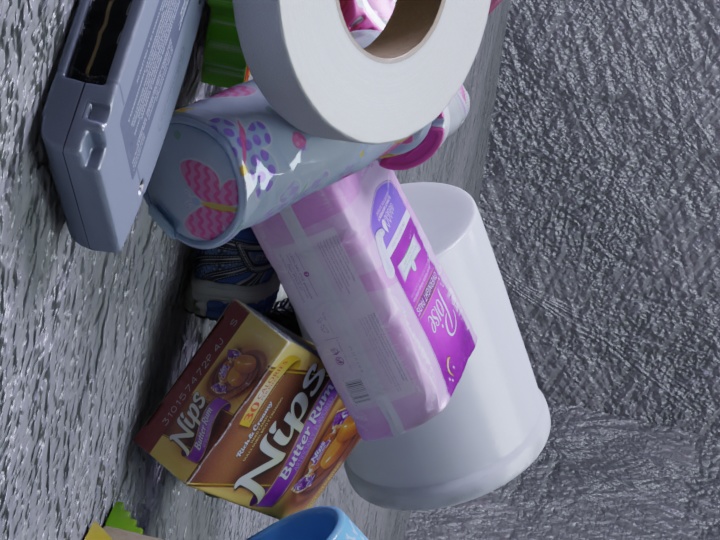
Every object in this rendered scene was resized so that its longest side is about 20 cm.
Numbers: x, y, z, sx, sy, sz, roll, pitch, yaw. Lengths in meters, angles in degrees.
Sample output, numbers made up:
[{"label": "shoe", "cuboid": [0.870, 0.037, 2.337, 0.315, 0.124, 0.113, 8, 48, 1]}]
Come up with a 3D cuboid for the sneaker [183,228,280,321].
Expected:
[{"label": "sneaker", "cuboid": [-0.065, -0.043, 1.628, 0.200, 0.077, 0.085, -67, 163, -60]}]

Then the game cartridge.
[{"label": "game cartridge", "cuboid": [-0.117, -0.118, 1.217, 0.133, 0.040, 0.201, 81, 23, -64]}]

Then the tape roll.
[{"label": "tape roll", "cuboid": [0.006, -0.173, 1.346, 0.202, 0.037, 0.204, -14, 108, -49]}]

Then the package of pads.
[{"label": "package of pads", "cuboid": [0.000, 0.000, 1.563, 0.200, 0.075, 0.121, 63, 25, -18]}]

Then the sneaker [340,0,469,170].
[{"label": "sneaker", "cuboid": [0.000, -0.155, 1.558, 0.081, 0.200, 0.088, -36, 170, 26]}]

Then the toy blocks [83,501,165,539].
[{"label": "toy blocks", "cuboid": [-0.116, 0.236, 1.435, 0.200, 0.136, 0.100, -68, 168, -54]}]

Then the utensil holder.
[{"label": "utensil holder", "cuboid": [0.043, 0.055, 1.822, 0.170, 0.169, 0.201, -67, 144, -56]}]

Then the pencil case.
[{"label": "pencil case", "cuboid": [-0.044, -0.080, 1.407, 0.091, 0.083, 0.200, -34, 177, 42]}]

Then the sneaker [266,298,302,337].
[{"label": "sneaker", "cuboid": [-0.064, 0.061, 1.903, 0.200, 0.075, 0.076, -64, -178, -41]}]

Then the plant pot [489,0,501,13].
[{"label": "plant pot", "cuboid": [0.043, -0.250, 1.739, 0.179, 0.199, 0.200, 119, -8, -50]}]

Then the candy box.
[{"label": "candy box", "cuboid": [-0.063, 0.101, 1.603, 0.117, 0.056, 0.200, -54, 154, 1]}]

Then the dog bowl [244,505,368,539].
[{"label": "dog bowl", "cuboid": [-0.079, 0.228, 1.608, 0.050, 0.200, 0.111, 61, -5, -17]}]

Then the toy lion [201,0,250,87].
[{"label": "toy lion", "cuboid": [-0.064, -0.210, 1.418, 0.192, 0.068, 0.201, -126, -132, -90]}]

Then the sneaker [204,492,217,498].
[{"label": "sneaker", "cuboid": [-0.098, 0.131, 1.742, 0.200, 0.067, 0.090, 92, 21, -59]}]

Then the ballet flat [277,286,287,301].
[{"label": "ballet flat", "cuboid": [-0.055, -0.020, 1.750, 0.200, 0.072, 0.068, -66, 165, -59]}]
